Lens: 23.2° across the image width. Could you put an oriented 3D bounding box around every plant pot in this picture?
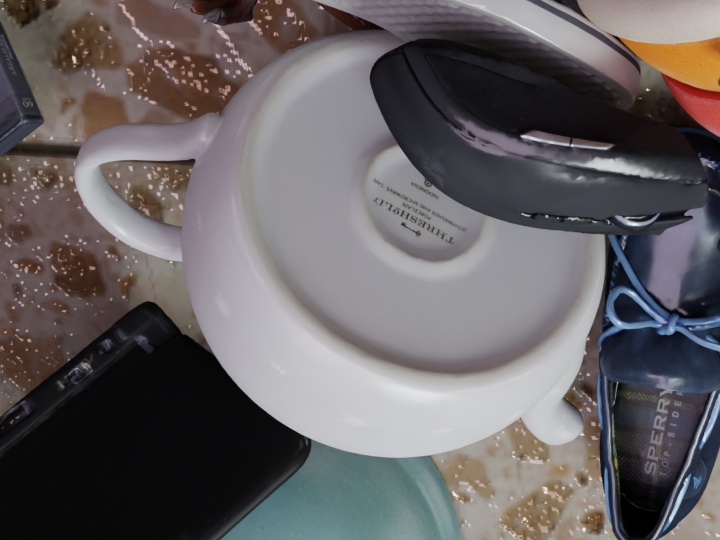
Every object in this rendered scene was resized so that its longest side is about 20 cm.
[{"bbox_3d":[-0.060,0.166,0.896,0.199,0.134,0.202,8,117,16],"label":"plant pot"}]

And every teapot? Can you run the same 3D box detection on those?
[{"bbox_3d":[0.000,0.000,0.779,0.201,0.196,0.146,64,152,14],"label":"teapot"}]

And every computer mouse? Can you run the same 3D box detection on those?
[{"bbox_3d":[0.101,-0.041,0.672,0.199,0.046,0.140,22,158,-8],"label":"computer mouse"}]

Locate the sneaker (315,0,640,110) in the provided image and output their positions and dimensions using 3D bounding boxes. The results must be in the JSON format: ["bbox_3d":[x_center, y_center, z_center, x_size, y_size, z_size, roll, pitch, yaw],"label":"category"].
[{"bbox_3d":[0.034,-0.134,0.716,0.199,0.080,0.078,24,164,-12],"label":"sneaker"}]

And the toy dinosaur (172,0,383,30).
[{"bbox_3d":[-0.062,-0.208,0.765,0.199,0.105,0.183,5,109,-25],"label":"toy dinosaur"}]

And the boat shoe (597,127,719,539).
[{"bbox_3d":[0.147,0.038,0.795,0.084,0.069,0.201,3,116,17],"label":"boat shoe"}]

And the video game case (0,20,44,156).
[{"bbox_3d":[-0.239,-0.123,0.836,0.142,0.019,0.201,-32,77,30],"label":"video game case"}]

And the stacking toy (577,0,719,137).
[{"bbox_3d":[0.186,-0.080,0.709,0.145,0.147,0.200,-17,127,26],"label":"stacking toy"}]

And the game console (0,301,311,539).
[{"bbox_3d":[-0.139,0.123,0.822,0.117,0.200,0.176,48,159,7],"label":"game console"}]
